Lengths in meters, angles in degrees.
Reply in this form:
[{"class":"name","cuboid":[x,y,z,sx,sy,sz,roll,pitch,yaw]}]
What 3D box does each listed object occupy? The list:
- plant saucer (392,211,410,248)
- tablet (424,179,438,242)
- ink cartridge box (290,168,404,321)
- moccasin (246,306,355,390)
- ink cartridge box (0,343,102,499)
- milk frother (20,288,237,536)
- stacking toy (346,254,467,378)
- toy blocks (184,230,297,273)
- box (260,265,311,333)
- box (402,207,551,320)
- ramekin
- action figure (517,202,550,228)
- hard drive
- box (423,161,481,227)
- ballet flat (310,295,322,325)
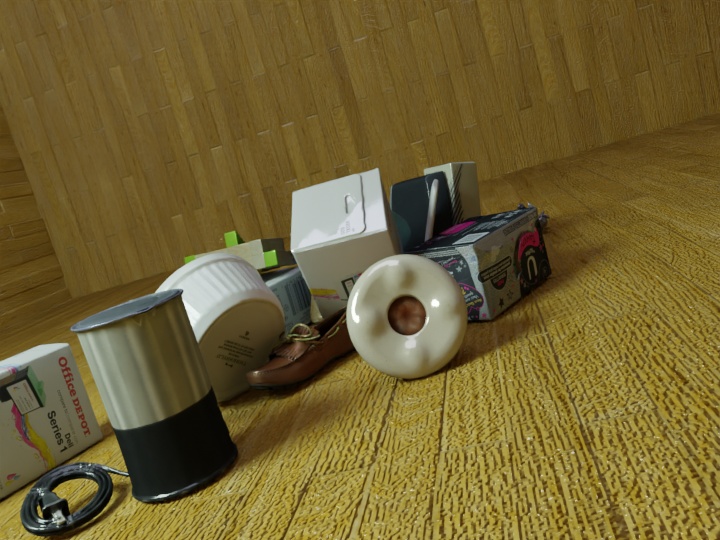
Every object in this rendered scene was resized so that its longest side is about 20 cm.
[{"class":"plant saucer","cuboid":[-0.011,-0.044,1.141,0.197,0.036,0.201,0,-29,0]},{"class":"tablet","cuboid":[0.111,-0.043,1.084,0.013,0.203,0.130,6,14,6]},{"class":"ink cartridge box","cuboid":[-0.009,-0.022,1.009,0.143,0.201,0.148,-14,42,7]},{"class":"moccasin","cuboid":[-0.076,0.105,0.910,0.200,0.079,0.073,-24,12,-38]},{"class":"ink cartridge box","cuboid":[-0.454,0.197,0.844,0.083,0.147,0.199,-9,12,35]},{"class":"milk frother","cuboid":[-0.258,0.144,0.676,0.179,0.190,0.199,-10,12,40]},{"class":"stacking toy","cuboid":[0.055,0.068,0.862,0.144,0.148,0.200,-17,-10,-3]},{"class":"toy blocks","cuboid":[-0.205,-0.021,1.231,0.198,0.101,0.136,-12,-1,25]},{"class":"box","cuboid":[-0.206,0.078,1.216,0.198,0.106,0.184,-10,11,32]},{"class":"box","cuboid":[0.182,-0.008,0.996,0.131,0.116,0.199,-6,15,43]},{"class":"ramekin","cuboid":[-0.191,0.086,0.900,0.094,0.205,0.201,31,40,34]},{"class":"action figure","cuboid":[0.323,-0.103,1.439,0.198,0.070,0.129,-4,11,44]},{"class":"hard drive","cuboid":[0.110,-0.070,1.197,0.042,0.203,0.134,-8,1,-37]},{"class":"box","cuboid":[0.173,-0.092,1.202,0.068,0.203,0.082,-9,2,-35]},{"class":"ballet flat","cuboid":[-0.001,0.044,1.145,0.198,0.073,0.068,-13,5,20]}]
